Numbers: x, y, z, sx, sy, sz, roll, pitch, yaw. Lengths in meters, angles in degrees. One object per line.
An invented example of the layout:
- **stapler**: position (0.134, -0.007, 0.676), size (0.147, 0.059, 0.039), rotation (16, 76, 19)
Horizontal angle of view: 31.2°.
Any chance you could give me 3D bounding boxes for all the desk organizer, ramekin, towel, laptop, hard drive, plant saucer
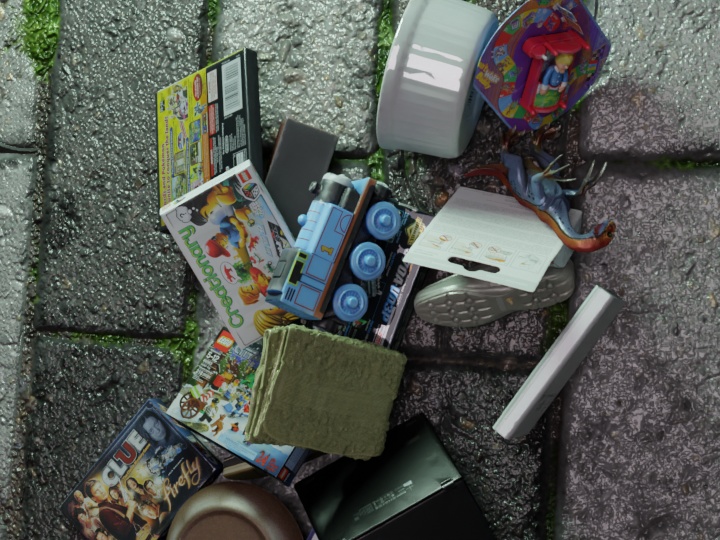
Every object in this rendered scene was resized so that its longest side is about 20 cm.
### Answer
- **desk organizer**: position (-0.097, -0.088, 1.641), size (0.071, 0.077, 0.201), rotation (18, 92, -11)
- **ramekin**: position (0.096, -0.231, 1.543), size (0.097, 0.200, 0.201), rotation (17, 91, 10)
- **towel**: position (-0.040, 0.145, 1.529), size (0.036, 0.199, 0.149), rotation (20, 96, 57)
- **laptop**: position (0.049, 0.312, 1.566), size (0.187, 0.116, 0.200), rotation (-28, 39, -4)
- **hard drive**: position (0.234, 0.108, 1.503), size (0.026, 0.132, 0.200), rotation (37, 97, 17)
- **plant saucer**: position (-0.166, 0.369, 1.628), size (0.199, 0.037, 0.202), rotation (-1, 87, 20)

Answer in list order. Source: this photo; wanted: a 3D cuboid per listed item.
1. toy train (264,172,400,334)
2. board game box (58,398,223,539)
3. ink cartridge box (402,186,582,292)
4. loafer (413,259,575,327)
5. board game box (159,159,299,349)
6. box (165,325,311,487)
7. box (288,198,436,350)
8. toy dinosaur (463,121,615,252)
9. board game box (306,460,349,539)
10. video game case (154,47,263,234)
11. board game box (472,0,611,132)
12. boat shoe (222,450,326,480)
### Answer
- **toy train**: position (-0.031, -0.025, 1.545), size (0.114, 0.087, 0.201), rotation (25, 81, -21)
- **board game box**: position (-0.291, 0.289, 1.711), size (0.135, 0.035, 0.200), rotation (42, 99, 16)
- **ink cartridge box**: position (0.157, -0.025, 1.507), size (0.159, 0.200, 0.047), rotation (14, 124, 20)
- **loafer**: position (0.163, 0.019, 1.572), size (0.199, 0.070, 0.070), rotation (-11, 40, 12)
- **board game box**: position (-0.141, -0.018, 1.578), size (0.126, 0.035, 0.201), rotation (-29, 107, 3)
- **box**: position (-0.133, 0.167, 1.616), size (0.199, 0.038, 0.137), rotation (23, 73, 35)
- **box**: position (0.000, 0.000, 1.631), size (0.158, 0.046, 0.201), rotation (21, 92, 18)
- **toy dinosaur**: position (0.227, -0.087, 1.519), size (0.200, 0.105, 0.182), rotation (132, 132, -54)
- **board game box**: position (-0.002, 0.357, 1.612), size (0.135, 0.034, 0.201), rotation (30, 95, 17)
- **video game case**: position (-0.198, -0.165, 1.667), size (0.180, 0.025, 0.201), rotation (-18, 69, 39)
- **board game box**: position (0.222, -0.231, 1.496), size (0.158, 0.200, 0.039), rotation (-44, 51, 6)
- **boat shoe**: position (-0.086, 0.211, 1.637), size (0.200, 0.072, 0.066), rotation (-21, 70, 14)
